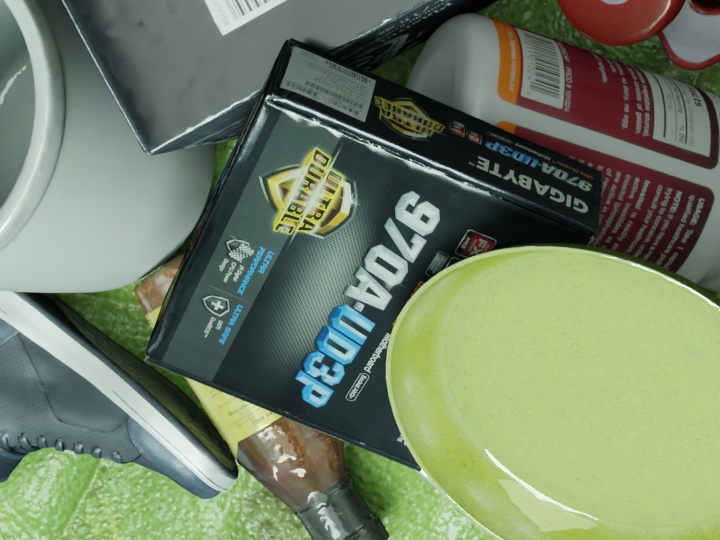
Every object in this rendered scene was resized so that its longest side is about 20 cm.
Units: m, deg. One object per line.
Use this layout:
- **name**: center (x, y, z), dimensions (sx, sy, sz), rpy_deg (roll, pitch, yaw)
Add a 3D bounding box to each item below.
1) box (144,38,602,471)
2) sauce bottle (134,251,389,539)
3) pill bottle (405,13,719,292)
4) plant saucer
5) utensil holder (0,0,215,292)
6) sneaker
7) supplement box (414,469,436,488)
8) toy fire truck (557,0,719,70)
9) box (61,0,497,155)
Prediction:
- **box**: center (0.000, 0.000, 0.799), dimensions (0.159, 0.046, 0.200), rpy_deg (23, 135, -9)
- **sauce bottle**: center (-0.053, 0.079, 0.951), dimensions (0.066, 0.066, 0.200), rpy_deg (-30, 90, 12)
- **pill bottle**: center (0.122, -0.050, 0.855), dimensions (0.200, 0.113, 0.113), rpy_deg (16, 101, -17)
- **plant saucer**: center (0.108, 0.063, 0.754), dimensions (0.200, 0.031, 0.200), rpy_deg (17, 133, 18)
- **utensil holder**: center (-0.186, -0.069, 0.868), dimensions (0.170, 0.200, 0.170), rpy_deg (-1, 86, 19)
- **sneaker**: center (-0.181, 0.105, 0.963), dimensions (0.202, 0.077, 0.146), rpy_deg (35, 91, 13)
- **supplement box**: center (0.072, 0.056, 0.922), dimensions (0.200, 0.074, 0.126), rpy_deg (40, 103, 2)
- **toy fire truck**: center (0.168, -0.209, 0.824), dimensions (0.168, 0.112, 0.200), rpy_deg (-25, 94, 34)
- **box**: center (-0.026, -0.159, 0.845), dimensions (0.200, 0.197, 0.124), rpy_deg (-27, 93, 12)
